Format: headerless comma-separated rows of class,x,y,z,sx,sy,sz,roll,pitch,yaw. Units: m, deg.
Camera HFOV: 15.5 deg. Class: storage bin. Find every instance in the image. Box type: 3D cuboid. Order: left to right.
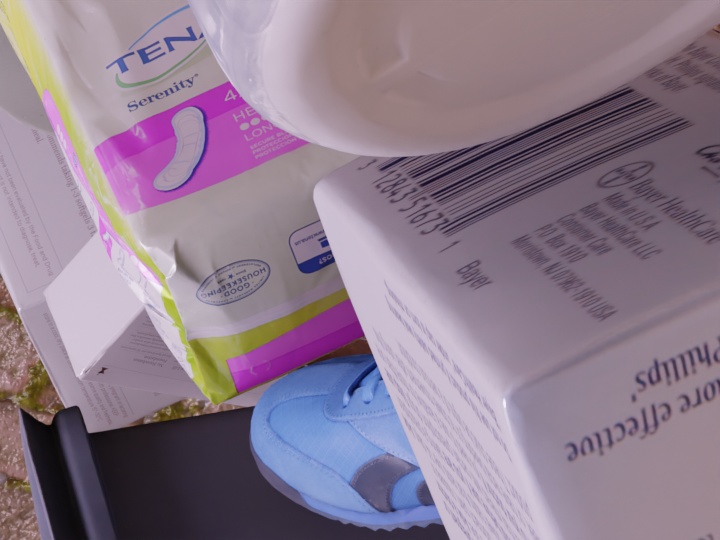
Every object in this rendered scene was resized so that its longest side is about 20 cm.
storage bin,-0.036,0.122,0.927,0.200,0.134,0.146,89,164,-49

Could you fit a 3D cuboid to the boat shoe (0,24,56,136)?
boat shoe,-0.107,-0.125,0.855,0.201,0.070,0.072,73,-171,-52

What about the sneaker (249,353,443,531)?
sneaker,0.037,0.036,0.792,0.200,0.066,0.079,5,134,44

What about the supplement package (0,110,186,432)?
supplement package,-0.060,-0.036,1.140,0.117,0.200,0.117,73,172,-56

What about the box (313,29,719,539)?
box,0.086,0.067,0.561,0.184,0.105,0.200,-129,16,-72

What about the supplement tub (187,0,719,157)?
supplement tub,-0.004,-0.132,0.473,0.123,0.122,0.200,76,168,-67

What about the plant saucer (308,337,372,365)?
plant saucer,0.000,0.000,0.871,0.200,0.037,0.200,22,161,8

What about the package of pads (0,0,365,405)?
package of pads,-0.016,-0.069,0.734,0.068,0.154,0.200,70,174,-46

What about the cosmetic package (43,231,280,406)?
cosmetic package,-0.024,0.014,1.079,0.200,0.083,0.051,13,-141,-45
